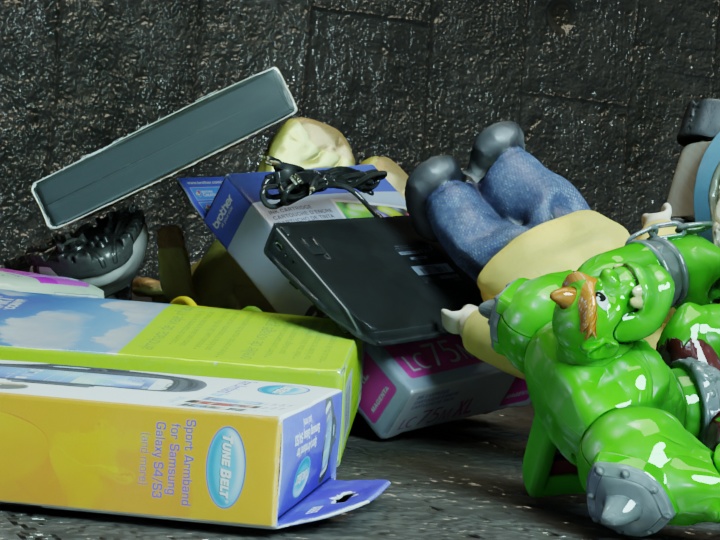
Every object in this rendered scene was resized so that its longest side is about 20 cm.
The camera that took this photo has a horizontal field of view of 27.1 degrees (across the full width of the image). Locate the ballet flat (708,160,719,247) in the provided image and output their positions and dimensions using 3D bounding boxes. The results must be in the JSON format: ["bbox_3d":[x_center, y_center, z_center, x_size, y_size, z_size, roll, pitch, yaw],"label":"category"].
[{"bbox_3d":[0.187,0.015,0.685,0.067,0.201,0.064,-27,-57,27],"label":"ballet flat"}]

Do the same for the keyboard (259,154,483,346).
[{"bbox_3d":[0.017,-0.012,0.764,0.127,0.021,0.199,49,26,21],"label":"keyboard"}]

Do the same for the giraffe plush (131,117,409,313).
[{"bbox_3d":[-0.059,0.016,0.966,0.199,0.173,0.162,-33,5,-22],"label":"giraffe plush"}]

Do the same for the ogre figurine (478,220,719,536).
[{"bbox_3d":[0.121,0.043,0.560,0.119,0.201,0.098,-7,-40,-12],"label":"ogre figurine"}]

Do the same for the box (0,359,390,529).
[{"bbox_3d":[-0.090,0.057,0.529,0.198,0.042,0.119,2,0,8],"label":"box"}]

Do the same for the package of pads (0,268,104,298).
[{"bbox_3d":[-0.247,0.028,0.817,0.154,0.069,0.199,4,0,-34],"label":"package of pads"}]

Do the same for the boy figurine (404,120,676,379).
[{"bbox_3d":[0.105,0.011,0.698,0.124,0.065,0.200,-30,53,-13],"label":"boy figurine"}]

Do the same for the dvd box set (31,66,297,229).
[{"bbox_3d":[-0.111,-0.070,0.870,0.146,0.030,0.200,-27,6,-3],"label":"dvd box set"}]

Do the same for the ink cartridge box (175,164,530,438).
[{"bbox_3d":[0.000,0.000,0.806,0.119,0.042,0.200,-7,44,-46],"label":"ink cartridge box"}]

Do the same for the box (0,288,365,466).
[{"bbox_3d":[-0.101,0.044,0.674,0.198,0.048,0.122,5,9,4],"label":"box"}]

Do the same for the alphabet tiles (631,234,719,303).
[{"bbox_3d":[0.257,0.049,0.812,0.200,0.008,0.167,32,0,41],"label":"alphabet tiles"}]

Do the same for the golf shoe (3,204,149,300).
[{"bbox_3d":[-0.163,0.016,0.924,0.077,0.095,0.200,-22,3,-18],"label":"golf shoe"}]

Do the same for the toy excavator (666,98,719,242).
[{"bbox_3d":[0.290,-0.019,0.840,0.194,0.101,0.200,25,-10,-28],"label":"toy excavator"}]

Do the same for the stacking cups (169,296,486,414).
[{"bbox_3d":[-0.011,0.050,0.812,0.199,0.061,0.060,5,0,-32],"label":"stacking cups"}]
